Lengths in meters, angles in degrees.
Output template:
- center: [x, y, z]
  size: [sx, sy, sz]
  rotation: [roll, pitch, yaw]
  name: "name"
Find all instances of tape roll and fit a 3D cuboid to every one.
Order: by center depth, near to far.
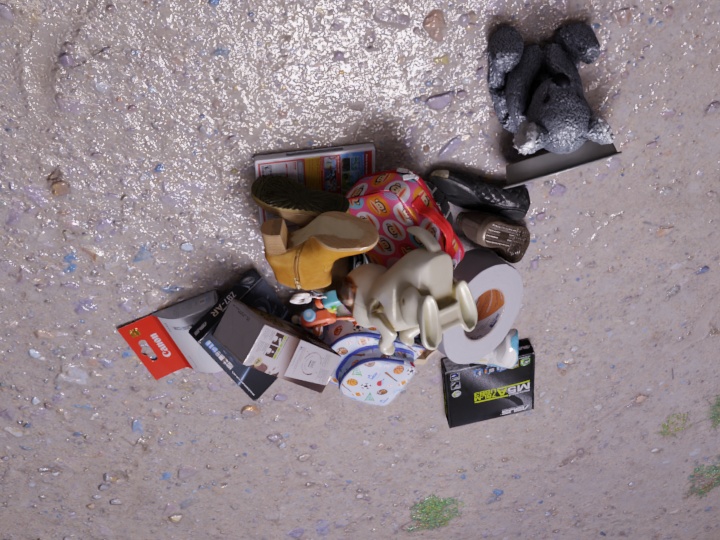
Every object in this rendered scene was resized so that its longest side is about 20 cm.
- center: [0.202, 0.066, 1.540]
  size: [0.199, 0.066, 0.203]
  rotation: [-23, 130, -30]
  name: "tape roll"

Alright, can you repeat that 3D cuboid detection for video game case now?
- center: [-0.074, -0.139, 1.428]
  size: [0.197, 0.018, 0.144]
  rotation: [-7, 132, -8]
  name: "video game case"

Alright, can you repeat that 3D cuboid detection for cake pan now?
- center: [0.325, -0.179, 1.400]
  size: [0.198, 0.200, 0.037]
  rotation: [-17, 93, 1]
  name: "cake pan"

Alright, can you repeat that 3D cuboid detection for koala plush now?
- center: [0.291, -0.248, 1.300]
  size: [0.175, 0.201, 0.185]
  rotation: [-7, 133, -9]
  name: "koala plush"

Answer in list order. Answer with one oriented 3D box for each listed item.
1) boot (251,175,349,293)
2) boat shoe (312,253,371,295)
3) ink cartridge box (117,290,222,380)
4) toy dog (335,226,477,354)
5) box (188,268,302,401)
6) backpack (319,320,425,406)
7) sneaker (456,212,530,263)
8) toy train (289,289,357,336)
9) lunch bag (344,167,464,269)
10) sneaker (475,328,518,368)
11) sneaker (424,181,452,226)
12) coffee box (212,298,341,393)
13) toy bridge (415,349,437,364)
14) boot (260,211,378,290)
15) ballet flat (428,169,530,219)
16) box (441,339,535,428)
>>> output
- center: [-0.100, -0.052, 1.428]
  size: [0.173, 0.067, 0.201]
  rotation: [18, 142, 9]
  name: "boot"
- center: [0.000, 0.000, 1.532]
  size: [0.198, 0.073, 0.071]
  rotation: [-21, 135, 6]
  name: "boat shoe"
- center: [-0.324, 0.136, 1.587]
  size: [0.198, 0.048, 0.161]
  rotation: [-22, 132, 3]
  name: "ink cartridge box"
- center: [0.053, 0.038, 1.348]
  size: [0.198, 0.139, 0.196]
  rotation: [-5, 109, 43]
  name: "toy dog"
- center: [-0.197, 0.121, 1.563]
  size: [0.160, 0.043, 0.201]
  rotation: [-45, 133, -13]
  name: "box"
- center: [0.009, 0.159, 1.632]
  size: [0.188, 0.155, 0.201]
  rotation: [19, 126, -18]
  name: "backpack"
- center: [0.242, -0.070, 1.541]
  size: [0.199, 0.075, 0.071]
  rotation: [23, 99, -57]
  name: "sneaker"
- center: [-0.055, 0.079, 1.501]
  size: [0.148, 0.056, 0.200]
  rotation: [-13, 166, 1]
  name: "toy train"
- center: [0.075, -0.067, 1.387]
  size: [0.175, 0.082, 0.201]
  rotation: [-5, 128, 48]
  name: "lunch bag"
- center: [0.246, 0.152, 1.674]
  size: [0.080, 0.078, 0.200]
  rotation: [6, 168, -17]
  name: "sneaker"
- center: [0.115, -0.068, 1.500]
  size: [0.077, 0.084, 0.202]
  rotation: [-45, 131, -29]
  name: "sneaker"
- center: [-0.144, 0.134, 1.504]
  size: [0.199, 0.113, 0.080]
  rotation: [28, 93, -44]
  name: "coffee box"
- center: [0.162, 0.111, 1.704]
  size: [0.066, 0.027, 0.201]
  rotation: [7, 128, -24]
  name: "toy bridge"
- center: [-0.057, -0.023, 1.364]
  size: [0.198, 0.072, 0.145]
  rotation: [3, 145, 15]
  name: "boot"
- center: [0.206, -0.139, 1.490]
  size: [0.198, 0.058, 0.066]
  rotation: [16, 154, -20]
  name: "ballet flat"
- center: [0.276, 0.247, 1.842]
  size: [0.197, 0.048, 0.195]
  rotation: [-12, 131, -3]
  name: "box"
